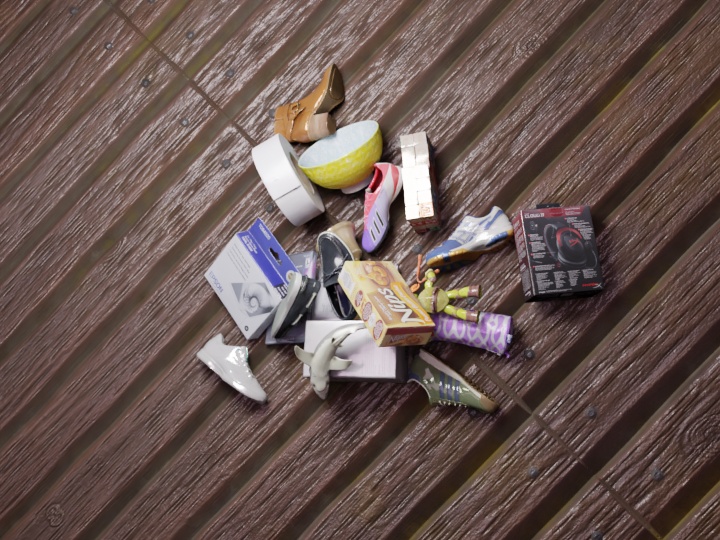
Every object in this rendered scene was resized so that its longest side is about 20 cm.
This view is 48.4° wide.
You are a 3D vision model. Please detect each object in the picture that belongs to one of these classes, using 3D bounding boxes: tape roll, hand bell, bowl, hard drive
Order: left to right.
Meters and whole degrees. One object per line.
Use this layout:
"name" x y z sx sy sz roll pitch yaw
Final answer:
"tape roll" -0.159 -0.199 1.771 0.071 0.202 0.203 -28 72 7
"bowl" -0.028 -0.236 1.780 0.200 0.200 0.108 -24 115 9
"hard drive" -0.018 0.055 1.752 0.199 0.025 0.132 -2 61 15
"hand bell" 0.000 0.000 1.723 0.104 0.104 0.200 -40 66 4

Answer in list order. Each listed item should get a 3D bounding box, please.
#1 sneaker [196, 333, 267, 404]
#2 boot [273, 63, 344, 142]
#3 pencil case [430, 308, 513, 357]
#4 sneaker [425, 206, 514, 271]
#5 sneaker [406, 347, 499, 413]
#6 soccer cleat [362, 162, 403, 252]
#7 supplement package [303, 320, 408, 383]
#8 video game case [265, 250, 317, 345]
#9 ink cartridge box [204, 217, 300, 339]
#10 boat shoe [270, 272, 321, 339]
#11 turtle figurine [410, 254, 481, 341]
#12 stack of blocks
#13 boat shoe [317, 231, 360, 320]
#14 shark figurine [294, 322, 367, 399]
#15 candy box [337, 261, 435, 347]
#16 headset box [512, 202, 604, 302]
"sneaker" -0.271 0.214 1.784 0.200 0.075 0.089 36 77 21
"boot" -0.125 -0.391 1.876 0.154 0.074 0.201 -4 62 29
"pencil case" 0.221 0.122 1.662 0.199 0.084 0.086 10 101 19
"sneaker" 0.226 -0.068 1.712 0.199 0.075 0.088 -22 65 0
"sneaker" 0.182 0.251 1.654 0.200 0.067 0.090 36 97 20
"soccer cleat" 0.032 -0.138 1.751 0.068 0.073 0.201 33 107 53
"supplement package" -0.007 0.172 1.689 0.199 0.120 0.122 0 78 16
"video game case" -0.154 0.063 1.772 0.143 0.019 0.201 -8 73 46
"ink cartridge box" -0.240 0.018 1.789 0.200 0.041 0.200 -48 68 27
"boat shoe" -0.139 0.085 1.686 0.060 0.200 0.076 16 50 -14
"turtle figurine" 0.162 0.054 1.623 0.161 0.064 0.201 1 64 17
"stack of blocks" 0.129 -0.194 1.736 0.058 0.115 0.201 -8 75 13
"boat shoe" -0.047 0.013 1.681 0.074 0.062 0.201 -18 88 29
"shark figurine" -0.044 0.142 1.606 0.214 0.090 0.128 -44 104 12
"candy box" 0.049 0.063 1.589 0.200 0.115 0.055 58 137 40
"headset box" 0.398 -0.044 1.630 0.148 0.075 0.201 -5 76 -6
